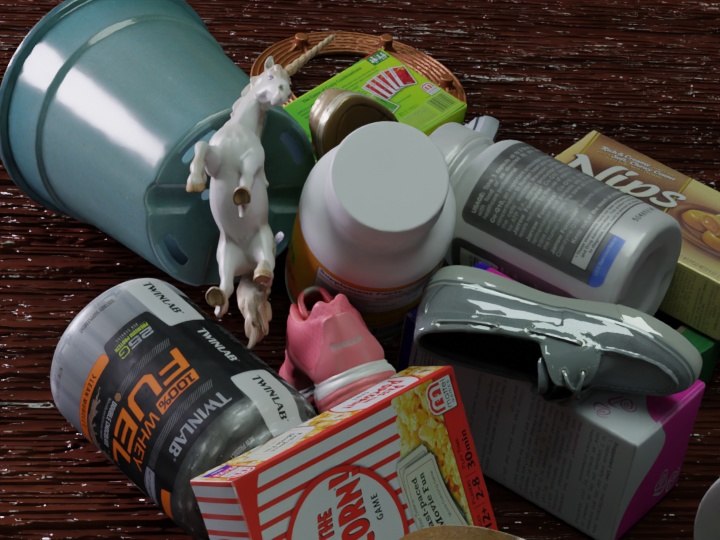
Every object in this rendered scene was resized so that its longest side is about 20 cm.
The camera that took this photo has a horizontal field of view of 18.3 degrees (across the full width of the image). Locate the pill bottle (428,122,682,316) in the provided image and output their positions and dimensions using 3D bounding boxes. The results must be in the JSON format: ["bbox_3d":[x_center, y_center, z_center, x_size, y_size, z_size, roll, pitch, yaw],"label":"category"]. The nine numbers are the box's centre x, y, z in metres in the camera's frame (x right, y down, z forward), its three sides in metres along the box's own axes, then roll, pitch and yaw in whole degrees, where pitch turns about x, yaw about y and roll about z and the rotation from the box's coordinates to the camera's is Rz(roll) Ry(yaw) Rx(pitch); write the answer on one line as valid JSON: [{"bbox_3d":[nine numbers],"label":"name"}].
[{"bbox_3d":[0.133,-0.030,1.702,0.200,0.114,0.114,29,39,25],"label":"pill bottle"}]

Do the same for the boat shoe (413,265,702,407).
[{"bbox_3d":[0.132,0.059,1.537,0.200,0.070,0.072,16,54,9],"label":"boat shoe"}]

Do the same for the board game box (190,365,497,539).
[{"bbox_3d":[-0.003,0.167,1.444,0.200,0.152,0.046,-26,14,-39],"label":"board game box"}]

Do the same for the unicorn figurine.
[{"bbox_3d":[-0.080,-0.059,1.566,0.074,0.201,0.137,12,25,2],"label":"unicorn figurine"}]

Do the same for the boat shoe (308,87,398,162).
[{"bbox_3d":[-0.005,-0.091,1.720,0.069,0.200,0.074,35,83,27],"label":"boat shoe"}]

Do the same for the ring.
[{"bbox_3d":[-0.001,-0.170,2.033,0.200,0.019,0.201,7,35,-5],"label":"ring"}]

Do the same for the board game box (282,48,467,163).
[{"bbox_3d":[-0.011,-0.110,1.901,0.101,0.048,0.200,34,46,24],"label":"board game box"}]

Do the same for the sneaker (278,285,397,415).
[{"bbox_3d":[-0.021,0.052,1.587,0.074,0.087,0.200,-19,2,-13],"label":"sneaker"}]

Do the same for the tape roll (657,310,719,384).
[{"bbox_3d":[0.189,0.032,1.768,0.200,0.048,0.201,6,35,-5],"label":"tape roll"}]

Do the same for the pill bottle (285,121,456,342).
[{"bbox_3d":[0.008,-0.029,1.591,0.111,0.200,0.111,2,69,-6],"label":"pill bottle"}]

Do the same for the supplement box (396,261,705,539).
[{"bbox_3d":[0.133,0.094,1.619,0.200,0.104,0.101,29,39,27],"label":"supplement box"}]

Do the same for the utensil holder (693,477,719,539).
[{"bbox_3d":[0.345,0.159,1.525,0.170,0.170,0.200,32,42,28],"label":"utensil holder"}]

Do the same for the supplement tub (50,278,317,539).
[{"bbox_3d":[-0.111,0.104,1.529,0.122,0.123,0.200,-22,45,-37],"label":"supplement tub"}]

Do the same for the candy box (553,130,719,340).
[{"bbox_3d":[0.234,-0.031,1.778,0.200,0.055,0.115,28,39,25],"label":"candy box"}]

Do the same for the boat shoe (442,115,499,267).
[{"bbox_3d":[0.064,-0.075,1.864,0.067,0.074,0.200,18,36,7],"label":"boat shoe"}]

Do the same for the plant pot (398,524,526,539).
[{"bbox_3d":[0.053,0.282,1.290,0.186,0.187,0.200,21,49,16],"label":"plant pot"}]

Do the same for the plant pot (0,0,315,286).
[{"bbox_3d":[-0.145,-0.094,1.709,0.200,0.201,0.196,-16,34,-32],"label":"plant pot"}]
